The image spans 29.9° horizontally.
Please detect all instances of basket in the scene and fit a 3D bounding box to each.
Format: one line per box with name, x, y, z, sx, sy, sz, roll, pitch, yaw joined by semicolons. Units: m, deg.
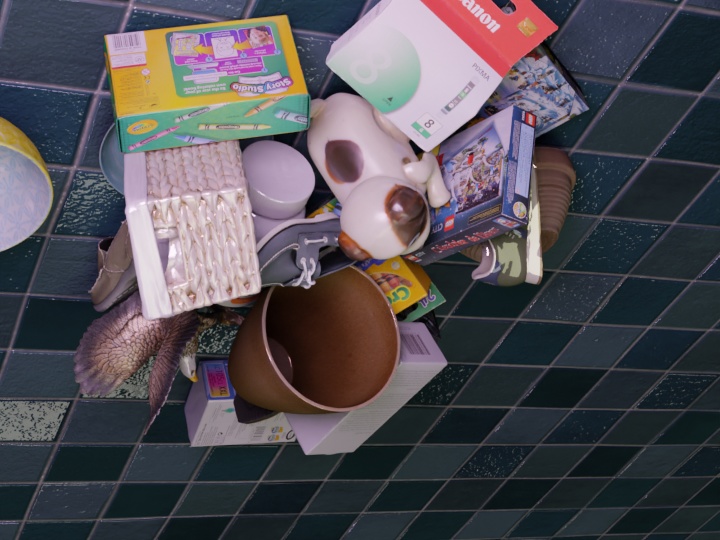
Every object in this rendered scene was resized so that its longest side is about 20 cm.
basket;-0.174;-0.056;1.394;0.123;0.200;0.136;-8;117;-5

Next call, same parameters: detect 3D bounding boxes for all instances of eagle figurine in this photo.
eagle figurine;-0.242;0.091;1.679;0.200;0.151;0.152;-36;-177;-31

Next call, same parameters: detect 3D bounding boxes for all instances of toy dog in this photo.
toy dog;0.021;-0.104;1.535;0.139;0.200;0.194;-31;143;21

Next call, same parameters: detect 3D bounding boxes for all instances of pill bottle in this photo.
pill bottle;-0.129;-0.054;1.582;0.109;0.110;0.200;3;143;-26

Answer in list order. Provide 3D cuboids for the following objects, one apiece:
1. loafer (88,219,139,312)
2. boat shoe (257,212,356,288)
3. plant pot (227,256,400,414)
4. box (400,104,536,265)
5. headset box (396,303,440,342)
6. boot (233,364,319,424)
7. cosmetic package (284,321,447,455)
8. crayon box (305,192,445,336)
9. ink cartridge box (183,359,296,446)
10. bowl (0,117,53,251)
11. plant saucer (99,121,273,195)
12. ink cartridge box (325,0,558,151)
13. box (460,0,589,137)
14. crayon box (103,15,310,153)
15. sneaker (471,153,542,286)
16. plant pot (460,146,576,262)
loafer;-0.290;-0.013;1.675;0.075;0.070;0.200;-28;171;-41
boat shoe;-0.063;-0.015;1.519;0.200;0.062;0.073;-25;151;-57
plant pot;-0.079;0.101;1.662;0.186;0.187;0.200;6;161;-29
box;0.124;-0.096;1.584;0.038;0.137;0.200;19;157;-28
headset box;-0.021;0.071;1.865;0.174;0.093;0.200;-34;141;24
boot;-0.060;0.158;1.830;0.200;0.078;0.138;-33;146;24
cosmetic package;0.006;0.153;1.746;0.101;0.071;0.200;6;135;-51
crayon box;0.000;0.000;1.704;0.126;0.052;0.200;-33;103;20
ink cartridge box;-0.150;0.195;2.007;0.199;0.077;0.137;1;143;-20
bowl;-0.430;-0.112;1.428;0.199;0.108;0.200;-10;145;-7
plant saucer;-0.200;-0.145;1.545;0.199;0.027;0.200;-11;146;-8
ink cartridge box;0.087;-0.240;1.454;0.161;0.050;0.200;39;125;-23
box;0.164;-0.216;1.574;0.137;0.040;0.200;-28;145;19
crayon box;-0.160;-0.195;1.406;0.199;0.119;0.058;-8;146;-10
sneaker;0.165;-0.074;1.610;0.090;0.067;0.201;-7;106;-3
plant pot;0.189;-0.065;1.720;0.200;0.093;0.201;-17;159;-7
